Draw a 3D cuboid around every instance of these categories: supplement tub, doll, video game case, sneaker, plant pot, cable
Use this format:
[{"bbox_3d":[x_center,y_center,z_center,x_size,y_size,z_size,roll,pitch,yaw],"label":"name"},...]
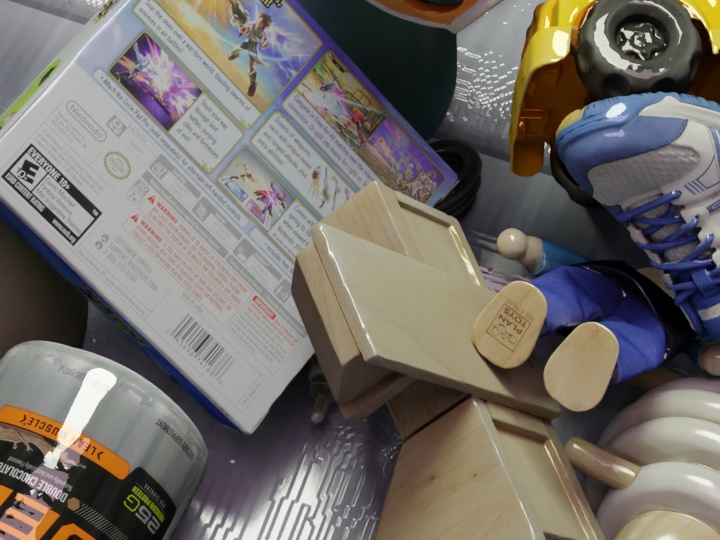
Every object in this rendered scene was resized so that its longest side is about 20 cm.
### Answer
[{"bbox_3d":[-0.169,0.145,0.890,0.122,0.123,0.201,22,62,9],"label":"supplement tub"},{"bbox_3d":[0.123,0.020,0.921,0.136,0.200,0.049,32,108,20],"label":"doll"},{"bbox_3d":[-0.074,-0.050,0.935,0.200,0.045,0.181,46,75,-21],"label":"video game case"},{"bbox_3d":[0.172,-0.016,0.878,0.199,0.075,0.089,24,58,-36],"label":"sneaker"},{"bbox_3d":[-0.034,-0.171,1.054,0.199,0.161,0.202,2,61,-3],"label":"plant pot"},{"bbox_3d":[0.000,0.000,1.042,0.097,0.051,0.200,12,47,23],"label":"cable"}]

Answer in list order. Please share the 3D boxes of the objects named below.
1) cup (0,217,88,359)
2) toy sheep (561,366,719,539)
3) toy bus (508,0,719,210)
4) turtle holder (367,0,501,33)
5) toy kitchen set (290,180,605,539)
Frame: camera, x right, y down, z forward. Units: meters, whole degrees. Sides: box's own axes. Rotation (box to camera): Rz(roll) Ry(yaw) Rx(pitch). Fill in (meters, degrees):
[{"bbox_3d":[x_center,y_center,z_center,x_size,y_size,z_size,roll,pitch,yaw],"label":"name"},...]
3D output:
[{"bbox_3d":[-0.249,-0.013,0.962,0.199,0.143,0.201,1,60,-3],"label":"cup"},{"bbox_3d":[0.176,0.114,0.928,0.137,0.138,0.200,31,40,14],"label":"toy sheep"},{"bbox_3d":[0.176,-0.140,0.939,0.199,0.136,0.193,1,66,-2],"label":"toy bus"},{"bbox_3d":[0.048,-0.200,0.927,0.132,0.141,0.186,54,25,-3],"label":"turtle holder"},{"bbox_3d":[-0.021,0.081,0.870,0.180,0.163,0.201,-36,59,22],"label":"toy kitchen set"}]
